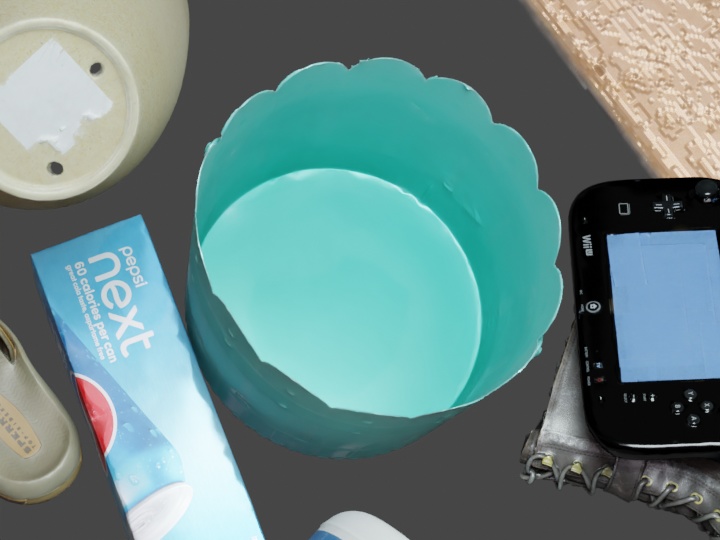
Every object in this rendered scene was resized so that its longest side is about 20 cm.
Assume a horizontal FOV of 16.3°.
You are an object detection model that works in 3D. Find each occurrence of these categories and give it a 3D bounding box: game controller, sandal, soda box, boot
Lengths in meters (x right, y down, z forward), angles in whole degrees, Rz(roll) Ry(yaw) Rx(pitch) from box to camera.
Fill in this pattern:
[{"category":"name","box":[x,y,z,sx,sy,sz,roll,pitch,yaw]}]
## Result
[{"category":"game controller","box":[0.170,0.024,1.386,0.104,0.042,0.201,3,47,-4]},{"category":"sandal","box":[-0.230,0.046,1.382,0.080,0.054,0.200,-42,76,-14]},{"category":"soda box","box":[-0.116,0.078,1.377,0.068,0.064,0.201,-20,76,-9]},{"category":"boot","box":[0.172,0.124,1.386,0.173,0.069,0.201,12,65,1]}]

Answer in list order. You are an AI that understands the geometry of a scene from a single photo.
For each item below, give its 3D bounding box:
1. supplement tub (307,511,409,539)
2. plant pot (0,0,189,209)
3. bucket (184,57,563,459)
[{"category":"supplement tub","box":[-0.025,0.239,1.294,0.145,0.145,0.200,43,76,9]},{"category":"plant pot","box":[-0.172,-0.108,1.320,0.186,0.200,0.188,-3,107,-9]},{"category":"bucket","box":[0.000,0.000,1.359,0.206,0.135,0.208,4,71,-11]}]
